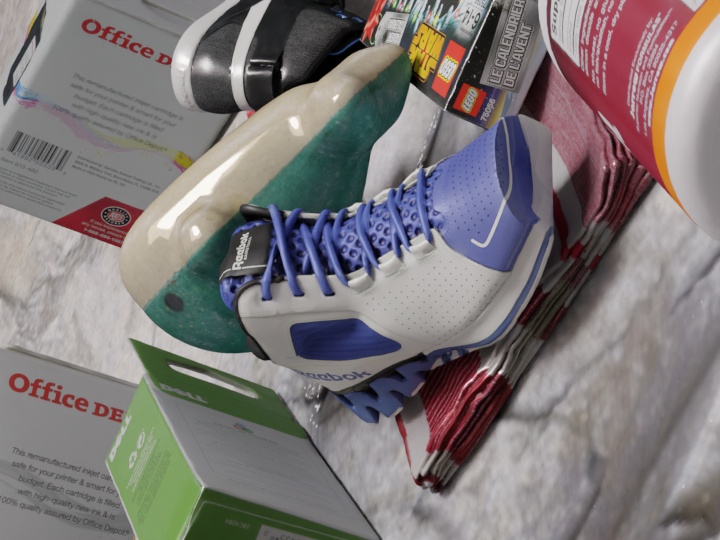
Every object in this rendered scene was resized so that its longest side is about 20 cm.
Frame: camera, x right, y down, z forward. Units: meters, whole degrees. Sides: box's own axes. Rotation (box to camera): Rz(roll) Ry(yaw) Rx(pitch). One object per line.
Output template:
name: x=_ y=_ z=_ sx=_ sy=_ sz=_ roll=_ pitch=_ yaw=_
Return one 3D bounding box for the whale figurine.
whale figurine: x=-0.037 y=-0.032 z=0.975 sx=0.200 sy=0.104 sz=0.159 roll=-40 pitch=3 yaw=33

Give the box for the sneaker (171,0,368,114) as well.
sneaker: x=-0.020 y=-0.158 z=1.151 sx=0.111 sy=0.073 sz=0.200 roll=13 pitch=50 yaw=27

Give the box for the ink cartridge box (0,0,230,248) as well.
ink cartridge box: x=-0.182 y=-0.126 z=1.358 sx=0.200 sy=0.145 sz=0.083 roll=-53 pitch=28 yaw=34

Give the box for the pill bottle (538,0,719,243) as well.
pill bottle: x=0.135 y=-0.093 z=0.707 sx=0.113 sy=0.113 sz=0.200 roll=-62 pitch=25 yaw=19

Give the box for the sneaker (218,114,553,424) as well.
sneaker: x=0.000 y=0.000 z=0.869 sx=0.199 sy=0.115 sz=0.081 roll=-47 pitch=32 yaw=46

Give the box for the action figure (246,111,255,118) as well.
action figure: x=-0.038 y=-0.052 z=1.125 sx=0.066 sy=0.052 sz=0.200 roll=-53 pitch=32 yaw=27

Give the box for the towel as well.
towel: x=0.063 y=-0.008 z=0.908 sx=0.200 sy=0.023 sz=0.144 roll=-59 pitch=26 yaw=24

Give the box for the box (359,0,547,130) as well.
box: x=0.062 y=-0.159 z=0.971 sx=0.137 sy=0.040 sz=0.200 roll=-67 pitch=18 yaw=10

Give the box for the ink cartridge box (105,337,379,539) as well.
ink cartridge box: x=-0.074 y=0.113 z=1.007 sx=0.060 sy=0.103 sz=0.200 roll=-65 pitch=25 yaw=11

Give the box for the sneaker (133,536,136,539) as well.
sneaker: x=-0.092 y=0.192 z=1.021 sx=0.080 sy=0.078 sz=0.200 roll=-56 pitch=16 yaw=20

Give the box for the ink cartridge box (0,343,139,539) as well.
ink cartridge box: x=-0.204 y=0.166 z=1.192 sx=0.084 sy=0.144 sz=0.201 roll=-22 pitch=52 yaw=59
